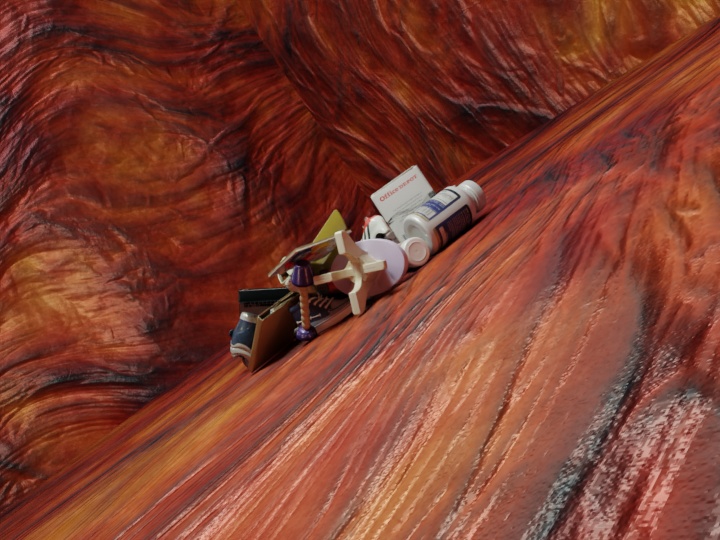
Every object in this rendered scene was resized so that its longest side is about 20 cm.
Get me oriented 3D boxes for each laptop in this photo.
[{"bbox_3d":[-0.245,0.108,1.927,0.186,0.116,0.201,-2,-44,-9],"label":"laptop"}]

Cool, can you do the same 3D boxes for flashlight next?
[{"bbox_3d":[-0.008,0.013,1.656,0.199,0.068,0.068,-13,14,25],"label":"flashlight"}]

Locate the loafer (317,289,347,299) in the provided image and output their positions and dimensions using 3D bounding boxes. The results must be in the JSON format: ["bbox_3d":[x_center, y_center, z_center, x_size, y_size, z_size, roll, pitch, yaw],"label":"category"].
[{"bbox_3d":[-0.053,0.061,1.824,0.072,0.073,0.199,12,12,31],"label":"loafer"}]

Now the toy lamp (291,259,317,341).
[{"bbox_3d":[-0.128,0.067,1.589,0.058,0.201,0.058,0,34,0],"label":"toy lamp"}]

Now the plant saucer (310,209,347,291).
[{"bbox_3d":[-0.080,-0.027,1.857,0.201,0.048,0.201,-59,-22,-32],"label":"plant saucer"}]

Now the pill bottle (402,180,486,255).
[{"bbox_3d":[0.208,-0.133,1.667,0.200,0.111,0.111,-36,5,-22],"label":"pill bottle"}]

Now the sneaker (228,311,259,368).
[{"bbox_3d":[-0.280,0.204,1.940,0.080,0.148,0.199,17,-1,42],"label":"sneaker"}]

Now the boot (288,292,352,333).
[{"bbox_3d":[-0.089,0.088,1.659,0.199,0.091,0.073,-32,5,32],"label":"boot"}]

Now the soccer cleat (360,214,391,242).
[{"bbox_3d":[0.030,-0.056,1.846,0.068,0.085,0.201,-16,-42,-38],"label":"soccer cleat"}]

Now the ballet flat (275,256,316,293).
[{"bbox_3d":[-0.165,0.024,1.724,0.062,0.068,0.200,-41,28,-5],"label":"ballet flat"}]

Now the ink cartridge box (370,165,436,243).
[{"bbox_3d":[0.137,-0.150,1.786,0.144,0.201,0.084,-34,5,3],"label":"ink cartridge box"}]

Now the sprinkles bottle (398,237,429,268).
[{"bbox_3d":[0.101,-0.032,1.674,0.068,0.068,0.200,-36,4,-17],"label":"sprinkles bottle"}]

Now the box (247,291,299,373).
[{"bbox_3d":[-0.215,0.150,1.749,0.163,0.021,0.201,-38,-25,-44],"label":"box"}]

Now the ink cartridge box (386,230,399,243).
[{"bbox_3d":[0.024,-0.020,2.007,0.199,0.083,0.147,-32,5,33],"label":"ink cartridge box"}]

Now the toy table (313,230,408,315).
[{"bbox_3d":[-0.004,0.001,1.541,0.199,0.185,0.117,-27,-7,29],"label":"toy table"}]

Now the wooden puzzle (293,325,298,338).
[{"bbox_3d":[-0.122,0.118,1.929,0.184,0.037,0.200,-32,5,32],"label":"wooden puzzle"}]

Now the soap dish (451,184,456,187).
[{"bbox_3d":[0.229,-0.174,2.134,0.199,0.082,0.157,-33,5,25],"label":"soap dish"}]

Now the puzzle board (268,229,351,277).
[{"bbox_3d":[-0.119,-0.035,1.605,0.150,0.018,0.200,-21,-6,-30],"label":"puzzle board"}]
